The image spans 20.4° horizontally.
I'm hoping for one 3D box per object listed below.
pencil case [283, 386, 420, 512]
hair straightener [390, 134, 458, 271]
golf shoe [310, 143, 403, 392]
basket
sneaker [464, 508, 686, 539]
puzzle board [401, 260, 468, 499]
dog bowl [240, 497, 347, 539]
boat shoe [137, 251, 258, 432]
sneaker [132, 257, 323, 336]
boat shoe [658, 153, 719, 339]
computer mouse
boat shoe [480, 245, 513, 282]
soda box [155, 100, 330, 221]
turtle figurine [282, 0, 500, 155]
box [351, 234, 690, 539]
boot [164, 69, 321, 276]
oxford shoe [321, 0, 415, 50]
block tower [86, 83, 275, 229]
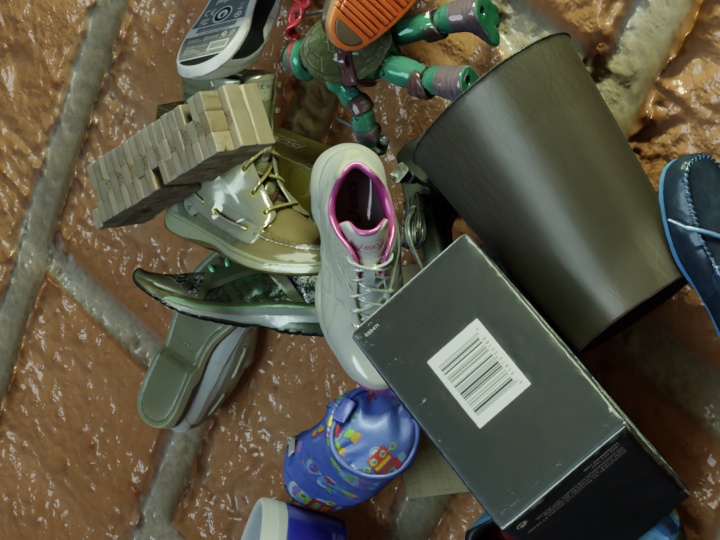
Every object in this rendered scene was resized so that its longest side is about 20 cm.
[{"bbox_3d":[-0.012,0.153,1.697,0.087,0.078,0.200,32,159,-4],"label":"pencil case"},{"bbox_3d":[0.041,-0.044,1.572,0.041,0.200,0.077,-31,121,26],"label":"hair straightener"},{"bbox_3d":[0.000,0.000,1.578,0.092,0.075,0.201,-158,57,-83],"label":"golf shoe"},{"bbox_3d":[0.154,-0.050,1.511,0.200,0.136,0.180,55,150,11],"label":"basket"},{"bbox_3d":[0.169,0.222,1.594,0.199,0.090,0.079,-4,99,40],"label":"sneaker"},{"bbox_3d":[0.075,0.090,1.698,0.150,0.017,0.201,-13,93,42],"label":"puzzle board"},{"bbox_3d":[-0.075,0.306,1.769,0.079,0.200,0.201,15,119,-8],"label":"dog bowl"},{"bbox_3d":[-0.132,0.057,1.842,0.075,0.068,0.200,41,105,33],"label":"boat shoe"},{"bbox_3d":[-0.099,0.005,1.757,0.077,0.199,0.089,147,132,-83],"label":"sneaker"},{"bbox_3d":[0.286,0.003,1.446,0.069,0.084,0.200,-17,104,59],"label":"boat shoe"},{"bbox_3d":[-0.093,-0.222,1.677,0.109,0.200,0.044,-6,137,38],"label":"computer mouse"},{"bbox_3d":[0.068,0.052,1.649,0.074,0.065,0.202,40,130,13],"label":"boat shoe"},{"bbox_3d":[-0.094,-0.092,1.770,0.200,0.064,0.068,23,115,35],"label":"soda box"},{"bbox_3d":[0.010,-0.169,1.618,0.199,0.101,0.150,1,86,32],"label":"turtle figurine"},{"bbox_3d":[0.123,0.110,1.498,0.123,0.198,0.200,-41,59,5],"label":"box"},{"bbox_3d":[-0.082,-0.086,1.672,0.200,0.072,0.155,20,111,38],"label":"boot"},{"bbox_3d":[0.015,-0.261,1.579,0.073,0.071,0.200,12,68,45],"label":"oxford shoe"},{"bbox_3d":[-0.154,-0.093,1.658,0.200,0.054,0.058,-29,75,47],"label":"block tower"}]
